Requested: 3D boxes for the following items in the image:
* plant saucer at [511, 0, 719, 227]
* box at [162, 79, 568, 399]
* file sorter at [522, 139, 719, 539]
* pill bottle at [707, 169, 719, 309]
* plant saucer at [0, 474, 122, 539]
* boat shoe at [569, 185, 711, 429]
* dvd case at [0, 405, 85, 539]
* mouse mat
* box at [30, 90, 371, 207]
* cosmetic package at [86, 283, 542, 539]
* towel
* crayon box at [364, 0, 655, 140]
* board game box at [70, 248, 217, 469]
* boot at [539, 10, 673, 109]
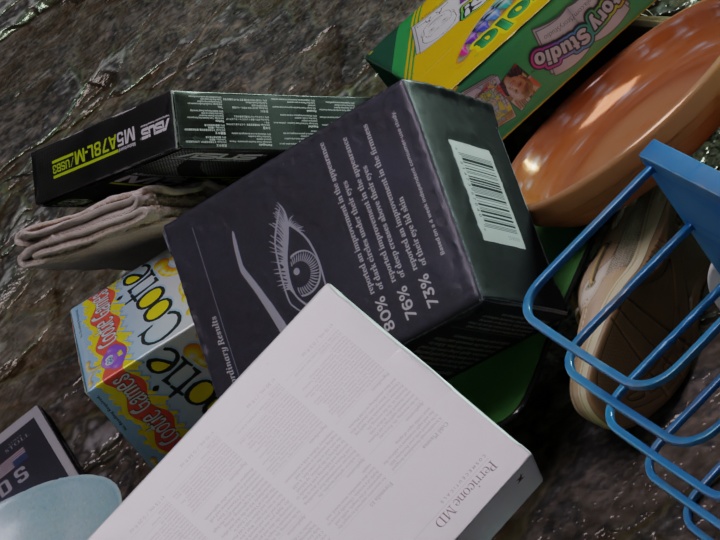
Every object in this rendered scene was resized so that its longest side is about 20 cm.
[{"bbox_3d":[0.172,-0.093,1.463,0.200,0.037,0.200,-39,14,11],"label":"plant saucer"},{"bbox_3d":[0.000,0.000,1.420,0.200,0.104,0.149,-29,69,29],"label":"box"},{"bbox_3d":[0.197,0.058,1.229,0.123,0.200,0.139,-45,34,-8],"label":"file sorter"},{"bbox_3d":[0.270,-0.058,1.383,0.111,0.111,0.200,-6,44,37],"label":"pill bottle"},{"bbox_3d":[-0.230,0.209,1.514,0.200,0.039,0.201,-26,22,11],"label":"plant saucer"},{"bbox_3d":[0.164,0.019,1.428,0.065,0.072,0.200,-18,35,44],"label":"boat shoe"},{"bbox_3d":[-0.250,0.189,1.634,0.150,0.025,0.200,-39,34,-4],"label":"dvd case"},{"bbox_3d":[0.084,0.038,1.478,0.161,0.008,0.200,-30,26,52],"label":"mouse mat"},{"bbox_3d":[-0.099,-0.082,1.656,0.193,0.199,0.048,-13,80,51],"label":"box"},{"bbox_3d":[-0.027,0.130,1.231,0.151,0.052,0.200,40,81,26],"label":"cosmetic package"},{"bbox_3d":[-0.140,-0.030,1.677,0.132,0.200,0.035,-17,80,29],"label":"towel"},{"bbox_3d":[0.115,-0.179,1.604,0.200,0.058,0.173,-43,21,-3],"label":"crayon box"},{"bbox_3d":[-0.082,0.035,1.595,0.200,0.105,0.103,-32,34,8],"label":"board game box"},{"bbox_3d":[0.186,-0.160,1.625,0.200,0.074,0.076,3,43,48],"label":"boot"}]
